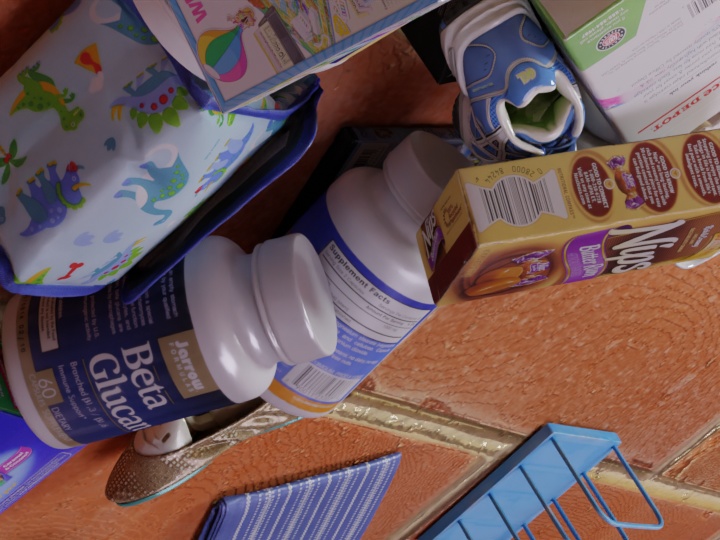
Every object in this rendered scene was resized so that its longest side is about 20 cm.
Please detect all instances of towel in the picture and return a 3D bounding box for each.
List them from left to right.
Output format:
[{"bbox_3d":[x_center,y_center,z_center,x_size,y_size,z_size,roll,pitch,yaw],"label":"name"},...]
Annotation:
[{"bbox_3d":[-0.066,0.233,1.672,0.200,0.024,0.145,-11,143,-34],"label":"towel"}]

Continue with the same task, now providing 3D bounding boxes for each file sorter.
[{"bbox_3d":[0.190,0.269,1.857,0.200,0.123,0.139,-45,148,22],"label":"file sorter"}]

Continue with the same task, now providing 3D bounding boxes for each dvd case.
[{"bbox_3d":[0.033,-0.050,1.331,0.200,0.018,0.143,-3,141,-41],"label":"dvd case"}]

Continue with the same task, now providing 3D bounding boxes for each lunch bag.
[{"bbox_3d":[-0.124,-0.071,1.059,0.170,0.128,0.200,-39,167,17],"label":"lunch bag"}]

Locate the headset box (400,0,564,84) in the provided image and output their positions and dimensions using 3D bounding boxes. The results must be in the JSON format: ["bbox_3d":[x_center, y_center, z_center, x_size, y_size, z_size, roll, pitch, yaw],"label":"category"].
[{"bbox_3d":[0.134,-0.208,1.125,0.200,0.077,0.149,-13,146,-26],"label":"headset box"}]

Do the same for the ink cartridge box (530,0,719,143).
[{"bbox_3d":[0.184,-0.149,1.114,0.117,0.067,0.200,-35,149,6],"label":"ink cartridge box"}]

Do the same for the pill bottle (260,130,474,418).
[{"bbox_3d":[0.000,0.000,1.244,0.200,0.112,0.112,-46,147,24],"label":"pill bottle"}]

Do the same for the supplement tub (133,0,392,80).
[{"bbox_3d":[-0.012,-0.188,0.915,0.200,0.146,0.145,-27,157,35],"label":"supplement tub"}]

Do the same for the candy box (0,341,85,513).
[{"bbox_3d":[-0.308,0.115,1.207,0.169,0.077,0.200,-38,151,14],"label":"candy box"}]

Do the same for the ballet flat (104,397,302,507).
[{"bbox_3d":[-0.119,0.112,1.409,0.200,0.071,0.065,-29,123,-9],"label":"ballet flat"}]

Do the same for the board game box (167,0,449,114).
[{"bbox_3d":[-0.051,-0.189,0.828,0.134,0.200,0.034,-22,-175,34],"label":"board game box"}]

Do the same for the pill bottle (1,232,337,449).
[{"bbox_3d":[-0.122,0.041,1.176,0.200,0.111,0.111,-16,153,13],"label":"pill bottle"}]

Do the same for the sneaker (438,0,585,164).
[{"bbox_3d":[0.100,-0.093,1.116,0.076,0.077,0.200,-31,152,4],"label":"sneaker"}]

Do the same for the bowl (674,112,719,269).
[{"bbox_3d":[0.300,-0.108,1.434,0.200,0.075,0.200,-33,151,5],"label":"bowl"}]

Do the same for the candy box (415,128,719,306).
[{"bbox_3d":[0.146,-0.034,1.133,0.200,0.057,0.117,-11,164,-14],"label":"candy box"}]

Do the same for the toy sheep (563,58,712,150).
[{"bbox_3d":[0.161,-0.096,1.266,0.138,0.138,0.200,-8,152,-36],"label":"toy sheep"}]
